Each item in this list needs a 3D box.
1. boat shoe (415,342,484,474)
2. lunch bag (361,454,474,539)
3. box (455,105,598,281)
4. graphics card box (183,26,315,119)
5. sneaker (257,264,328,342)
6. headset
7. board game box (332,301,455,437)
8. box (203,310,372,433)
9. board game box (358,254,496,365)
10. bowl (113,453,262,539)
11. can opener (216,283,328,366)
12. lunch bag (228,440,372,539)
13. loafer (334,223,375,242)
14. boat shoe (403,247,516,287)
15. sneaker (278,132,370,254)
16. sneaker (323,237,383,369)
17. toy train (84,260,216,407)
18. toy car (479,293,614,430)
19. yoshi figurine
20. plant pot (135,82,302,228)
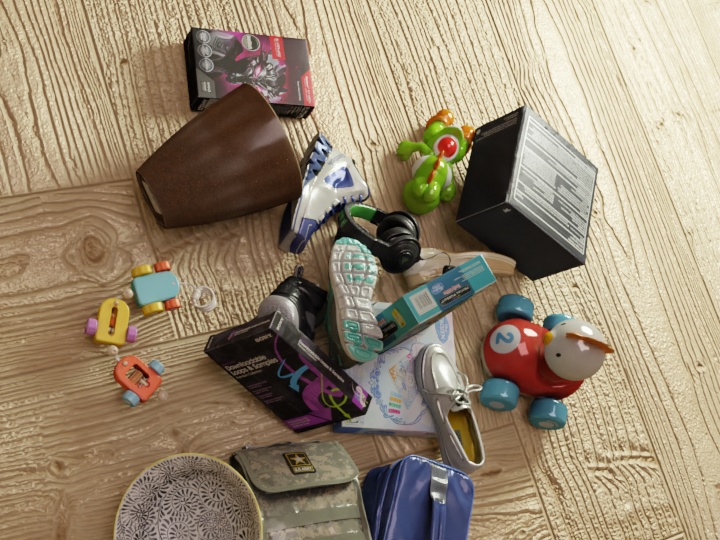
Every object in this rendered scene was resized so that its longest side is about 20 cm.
[{"bbox_3d":[0.141,0.198,1.676,0.074,0.086,0.203,-4,73,-28],"label":"boat shoe"},{"bbox_3d":[0.073,0.367,1.602,0.135,0.132,0.201,20,63,-18],"label":"lunch bag"},{"bbox_3d":[0.275,-0.123,1.863,0.200,0.123,0.199,35,53,-29],"label":"box"},{"bbox_3d":[-0.174,-0.310,1.792,0.199,0.051,0.126,1,71,-25],"label":"graphics card box"},{"bbox_3d":[-0.085,0.088,1.621,0.075,0.201,0.114,10,44,21],"label":"sneaker"},{"bbox_3d":[0.052,-0.031,1.725,0.199,0.094,0.124,25,24,-11],"label":"headset"},{"bbox_3d":[0.051,0.150,1.727,0.198,0.043,0.201,7,68,-23],"label":"board game box"},{"bbox_3d":[-0.100,0.144,1.565,0.200,0.143,0.036,45,45,-25],"label":"box"},{"bbox_3d":[0.084,0.060,1.635,0.151,0.200,0.047,-27,82,-31],"label":"board game box"},{"bbox_3d":[-0.211,0.342,1.479,0.200,0.094,0.202,-3,77,11],"label":"bowl"},{"bbox_3d":[-0.123,0.087,1.662,0.200,0.053,0.067,-38,89,-31],"label":"can opener"},{"bbox_3d":[-0.084,0.327,1.553,0.163,0.118,0.201,-2,66,-29],"label":"lunch bag"},{"bbox_3d":[0.000,0.000,1.716,0.063,0.072,0.200,19,40,-20],"label":"loafer"},{"bbox_3d":[0.157,0.007,1.823,0.199,0.074,0.070,3,77,-20],"label":"boat shoe"},{"bbox_3d":[-0.046,-0.111,1.759,0.115,0.081,0.200,24,61,-13],"label":"sneaker"},{"bbox_3d":[-0.024,0.049,1.597,0.077,0.091,0.201,14,56,-25],"label":"sneaker"},{"bbox_3d":[-0.297,0.086,1.580,0.150,0.056,0.200,38,62,-10],"label":"toy train"},{"bbox_3d":[0.303,0.123,1.768,0.176,0.200,0.185,23,62,-16],"label":"toy car"},{"bbox_3d":[0.117,-0.167,1.869,0.200,0.112,0.112,-63,144,-43],"label":"yoshi figurine"},{"bbox_3d":[-0.216,-0.146,1.648,0.199,0.187,0.187,-28,84,-17],"label":"plant pot"}]
